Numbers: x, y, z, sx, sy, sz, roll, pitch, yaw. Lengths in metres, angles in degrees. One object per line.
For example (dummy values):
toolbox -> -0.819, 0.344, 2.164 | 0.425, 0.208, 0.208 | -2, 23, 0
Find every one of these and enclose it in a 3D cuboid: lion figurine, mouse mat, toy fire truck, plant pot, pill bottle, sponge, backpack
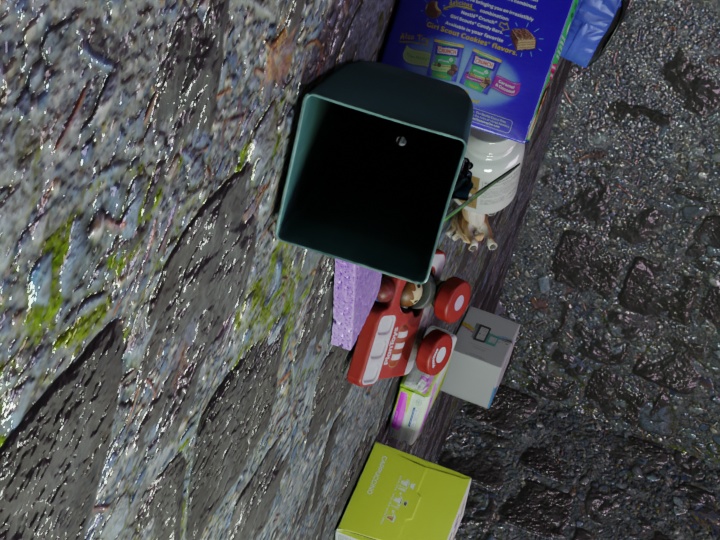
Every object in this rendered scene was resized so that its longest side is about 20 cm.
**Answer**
lion figurine -> 0.195, -0.112, 2.116 | 0.200, 0.072, 0.123 | 90, -12, -46
mouse mat -> 0.126, -0.077, 1.668 | 0.200, 0.008, 0.161 | -37, 179, 34
toy fire truck -> 0.059, 0.064, 1.706 | 0.168, 0.112, 0.200 | -4, 114, -58
plant pot -> 0.025, -0.110, 1.104 | 0.200, 0.141, 0.142 | -66, 172, -61
pill bottle -> 0.197, -0.182, 1.880 | 0.200, 0.114, 0.115 | 88, 25, -64
sponge -> 0.000, 0.000, 1.453 | 0.200, 0.030, 0.112 | 94, 19, -55
backpack -> 0.408, -0.494, 2.225 | 0.163, 0.168, 0.200 | -56, 167, -43

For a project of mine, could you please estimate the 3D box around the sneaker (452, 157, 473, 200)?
sneaker -> 0.114, -0.151, 1.604 | 0.200, 0.082, 0.073 | 71, 40, -74

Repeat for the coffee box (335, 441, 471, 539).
coffee box -> 0.079, 0.479, 2.293 | 0.198, 0.200, 0.200 | 92, 21, -58

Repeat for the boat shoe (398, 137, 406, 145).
boat shoe -> 0.075, -0.096, 1.547 | 0.200, 0.068, 0.074 | 99, 16, -48

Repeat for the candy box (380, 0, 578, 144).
candy box -> 0.124, -0.250, 1.228 | 0.077, 0.169, 0.200 | -37, 146, -77

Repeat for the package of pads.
package of pads -> 0.123, 0.225, 2.406 | 0.200, 0.068, 0.155 | -60, 167, -47

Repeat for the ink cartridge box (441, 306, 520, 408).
ink cartridge box -> 0.310, 0.224, 3.137 | 0.200, 0.146, 0.147 | -56, 163, -51
